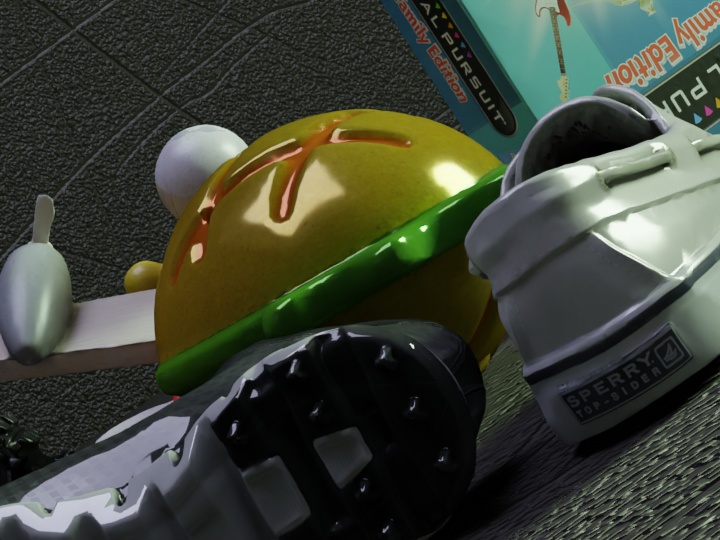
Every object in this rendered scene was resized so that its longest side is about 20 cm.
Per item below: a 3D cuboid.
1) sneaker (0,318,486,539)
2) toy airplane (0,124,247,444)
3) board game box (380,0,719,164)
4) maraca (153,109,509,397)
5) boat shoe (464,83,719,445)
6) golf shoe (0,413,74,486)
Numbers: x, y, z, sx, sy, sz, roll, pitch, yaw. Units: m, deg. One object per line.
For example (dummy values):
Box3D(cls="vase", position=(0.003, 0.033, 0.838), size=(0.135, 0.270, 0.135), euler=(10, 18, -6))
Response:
Box3D(cls="sneaker", position=(-0.048, 0.067, 0.613), size=(0.200, 0.067, 0.090), euler=(-29, 1, 21))
Box3D(cls="toy airplane", position=(-0.062, 0.009, 1.052), size=(0.199, 0.142, 0.199), euler=(-18, 12, -36))
Box3D(cls="board game box", position=(0.086, -0.120, 0.959), size=(0.151, 0.200, 0.047), euler=(-35, 2, -31))
Box3D(cls="maraca", position=(0.000, 0.000, 0.778), size=(0.137, 0.107, 0.200), euler=(-34, 2, -19))
Box3D(cls="boat shoe", position=(0.066, -0.014, 0.623), size=(0.072, 0.066, 0.200), euler=(-33, 2, 22))
Box3D(cls="golf shoe", position=(-0.168, 0.135, 1.033), size=(0.095, 0.078, 0.200), euler=(-56, -3, 15))
